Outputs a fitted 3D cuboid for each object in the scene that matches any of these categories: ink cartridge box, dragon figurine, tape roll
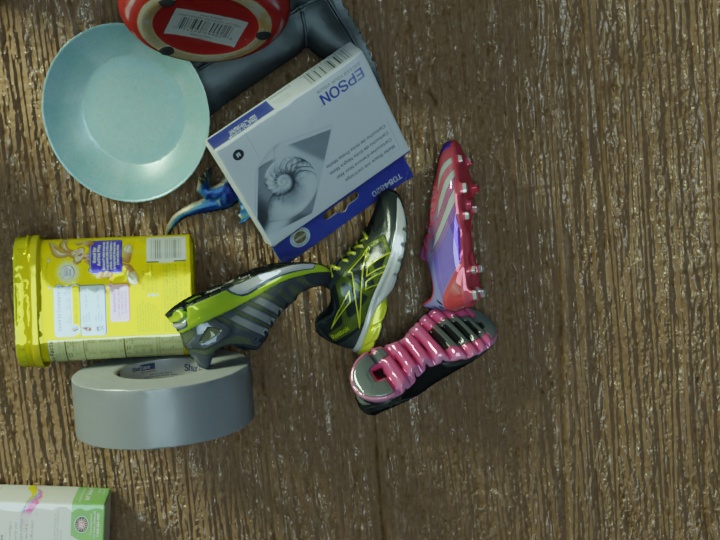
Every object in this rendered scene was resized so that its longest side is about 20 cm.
[{"bbox_3d":[-0.045,-0.119,1.248,0.199,0.041,0.201,-36,129,-6],"label":"ink cartridge box"},{"bbox_3d":[-0.401,0.318,1.315,0.198,0.067,0.118,4,98,-7],"label":"ink cartridge box"},{"bbox_3d":[-0.136,-0.090,1.290,0.099,0.059,0.200,42,91,-8],"label":"dragon figurine"},{"bbox_3d":[-0.220,0.140,1.241,0.198,0.200,0.067,-5,98,-4],"label":"tape roll"}]

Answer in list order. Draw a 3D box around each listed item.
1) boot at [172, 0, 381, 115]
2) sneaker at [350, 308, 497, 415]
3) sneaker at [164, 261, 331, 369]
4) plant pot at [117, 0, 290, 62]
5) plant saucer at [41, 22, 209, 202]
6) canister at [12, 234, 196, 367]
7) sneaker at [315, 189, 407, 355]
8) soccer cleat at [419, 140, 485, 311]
[{"bbox_3d":[-0.097,-0.236,1.270,0.199,0.066,0.166,-30,91,-3],"label":"boot"},{"bbox_3d":[0.074,0.113,1.335,0.199,0.096,0.079,-24,58,-19],"label":"sneaker"},{"bbox_3d":[-0.119,0.044,1.251,0.199,0.074,0.082,-22,101,-23],"label":"sneaker"},{"bbox_3d":[-0.160,-0.334,1.156,0.198,0.201,0.184,-2,69,-5],"label":"plant pot"},{"bbox_3d":[-0.262,-0.180,1.262,0.199,0.039,0.203,3,108,10],"label":"plant saucer"},{"bbox_3d":[-0.289,0.032,1.274,0.198,0.087,0.150,-2,87,-6],"label":"canister"},{"bbox_3d":[0.000,0.000,1.305,0.084,0.074,0.202,13,96,-7],"label":"sneaker"},{"bbox_3d":[0.101,-0.051,1.314,0.076,0.067,0.202,-6,90,22],"label":"soccer cleat"}]
